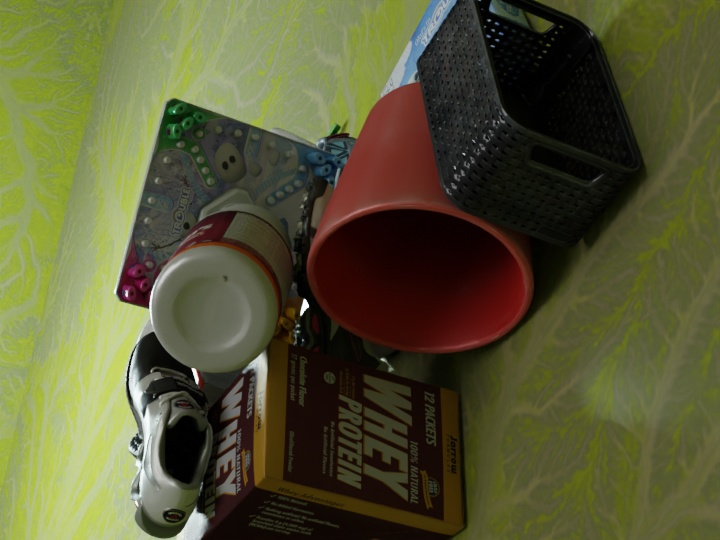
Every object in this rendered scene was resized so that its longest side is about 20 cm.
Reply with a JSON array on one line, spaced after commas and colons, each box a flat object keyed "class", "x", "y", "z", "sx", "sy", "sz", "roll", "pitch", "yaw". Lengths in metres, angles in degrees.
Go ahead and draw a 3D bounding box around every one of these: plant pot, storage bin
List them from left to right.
[{"class": "plant pot", "x": 0.060, "y": -0.056, "z": 1.227, "sx": 0.201, "sy": 0.199, "sz": 0.179, "roll": -48, "pitch": 25, "yaw": 47}, {"class": "storage bin", "x": 0.134, "y": -0.131, "z": 1.146, "sx": 0.094, "sy": 0.134, "sz": 0.201, "roll": -53, "pitch": 30, "yaw": 37}]

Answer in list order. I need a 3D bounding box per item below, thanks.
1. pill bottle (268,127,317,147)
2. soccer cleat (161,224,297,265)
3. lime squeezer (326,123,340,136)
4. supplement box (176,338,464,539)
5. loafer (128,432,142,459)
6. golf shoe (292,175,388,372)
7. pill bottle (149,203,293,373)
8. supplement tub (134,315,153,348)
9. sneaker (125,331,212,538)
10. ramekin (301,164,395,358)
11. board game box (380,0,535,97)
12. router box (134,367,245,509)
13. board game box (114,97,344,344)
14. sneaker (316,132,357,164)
[{"class": "pill bottle", "x": -0.098, "y": -0.055, "z": 1.646, "sx": 0.202, "sy": 0.113, "sz": 0.114, "roll": -65, "pitch": 23, "yaw": 0}, {"class": "soccer cleat", "x": -0.147, "y": -0.018, "z": 1.428, "sx": 0.085, "sy": 0.198, "sz": 0.069, "roll": 32, "pitch": 134, "yaw": 54}, {"class": "lime squeezer", "x": -0.069, "y": -0.085, "z": 1.730, "sx": 0.070, "sy": 0.037, "sz": 0.202, "roll": -20, "pitch": 56, "yaw": 63}, {"class": "supplement box", "x": -0.039, "y": 0.188, "z": 1.264, "sx": 0.200, "sy": 0.195, "sz": 0.134, "roll": -47, "pitch": 34, "yaw": 46}, {"class": "loafer", "x": -0.187, "y": 0.227, "z": 1.557, "sx": 0.073, "sy": 0.072, "sz": 0.199, "roll": -38, "pitch": 31, "yaw": -16}, {"class": "golf shoe", "x": -0.021, "y": 0.012, "z": 1.304, "sx": 0.077, "sy": 0.087, "sz": 0.203, "roll": 111, "pitch": 158, "yaw": -78}, {"class": "pill bottle", "x": -0.116, "y": 0.008, "z": 1.241, "sx": 0.200, "sy": 0.108, "sz": 0.111, "roll": -79, "pitch": 12, "yaw": -74}, {"class": "supplement tub", "x": -0.132, "y": 0.117, "z": 1.487, "sx": 0.139, "sy": 0.200, "sz": 0.142, "roll": -25, "pitch": 45, "yaw": 28}, {"class": "sneaker", "x": -0.164, "y": 0.130, "z": 1.255, "sx": 0.089, "sy": 0.073, "sz": 0.202, "roll": -51, "pitch": 40, "yaw": 43}, {"class": "ramekin", "x": 0.000, "y": 0.000, "z": 1.434, "sx": 0.202, "sy": 0.093, "sz": 0.204, "roll": -47, "pitch": 35, "yaw": 48}, {"class": "board game box", "x": 0.094, "y": -0.201, "z": 1.412, "sx": 0.201, "sy": 0.043, "sz": 0.200, "roll": -60, "pitch": 25, "yaw": 31}, {"class": "router box", "x": -0.107, "y": 0.190, "z": 1.417, "sx": 0.181, "sy": 0.198, "sz": 0.049, "roll": -64, "pitch": 31, "yaw": 21}, {"class": "board game box", "x": -0.124, "y": -0.044, "z": 1.370, "sx": 0.026, "sy": 0.198, "sz": 0.202, "roll": 9, "pitch": 84, "yaw": 60}, {"class": "sneaker", "x": -0.045, "y": -0.060, "z": 1.577, "sx": 0.079, "sy": 0.095, "sz": 0.202, "roll": 33, "pitch": 106, "yaw": 67}]
